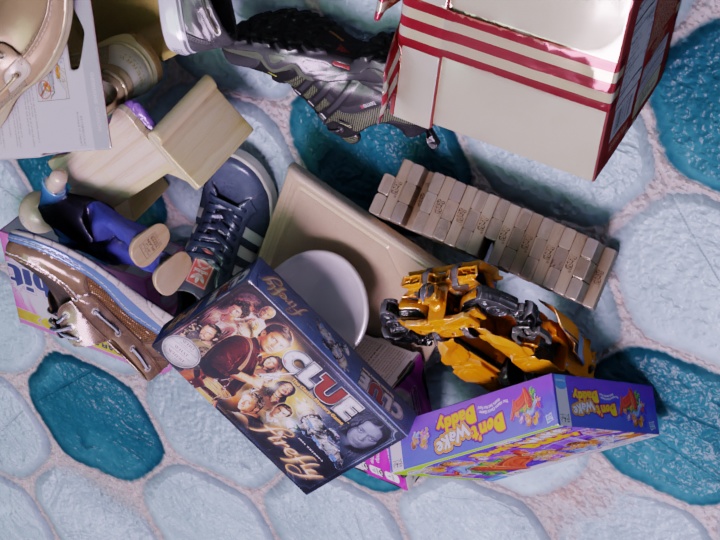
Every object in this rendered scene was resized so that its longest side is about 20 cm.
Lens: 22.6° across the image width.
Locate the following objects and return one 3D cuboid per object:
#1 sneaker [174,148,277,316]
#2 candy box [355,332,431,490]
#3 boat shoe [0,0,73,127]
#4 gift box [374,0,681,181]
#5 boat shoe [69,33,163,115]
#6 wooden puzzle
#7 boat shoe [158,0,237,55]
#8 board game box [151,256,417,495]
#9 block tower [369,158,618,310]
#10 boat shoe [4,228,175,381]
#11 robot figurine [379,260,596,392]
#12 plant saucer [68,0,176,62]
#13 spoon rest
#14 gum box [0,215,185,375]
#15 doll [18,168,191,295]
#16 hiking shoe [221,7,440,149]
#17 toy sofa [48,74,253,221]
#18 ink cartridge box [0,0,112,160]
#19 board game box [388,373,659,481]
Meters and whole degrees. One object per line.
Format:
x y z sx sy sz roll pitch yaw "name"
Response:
-0.132 -0.020 1.661 0.075 0.085 0.201 26 134 15 "sneaker"
-0.031 0.111 1.686 0.199 0.061 0.137 20 141 31 "candy box"
-0.304 -0.174 1.490 0.071 0.064 0.200 49 124 16 "boat shoe"
0.117 -0.179 1.292 0.186 0.185 0.201 22 127 16 "gift box"
-0.259 -0.151 1.590 0.200 0.063 0.073 -12 116 40 "boat shoe"
0.000 0.000 1.606 0.185 0.037 0.200 34 150 7 "wooden puzzle"
-0.131 -0.275 1.450 0.066 0.070 0.201 -1 100 16 "boat shoe"
-0.066 0.095 1.570 0.200 0.035 0.135 45 127 -15 "board game box"
0.110 -0.032 1.491 0.199 0.058 0.054 23 90 16 "block tower"
-0.243 0.035 1.625 0.200 0.073 0.072 35 171 -27 "boat shoe"
0.106 0.049 1.501 0.144 0.059 0.200 -9 150 34 "robot figurine"
-0.237 -0.264 1.565 0.199 0.048 0.200 -19 112 42 "plant saucer"
-0.076 0.045 1.599 0.199 0.061 0.100 -19 87 34 "spoon rest"
-0.253 0.016 1.775 0.199 0.066 0.114 17 131 30 "gum box"
-0.240 -0.039 1.620 0.199 0.049 0.137 19 153 43 "doll"
-0.028 -0.151 1.490 0.199 0.076 0.101 16 128 23 "hiking shoe"
-0.190 -0.109 1.604 0.098 0.083 0.200 48 149 -11 "toy sofa"
-0.276 -0.198 1.531 0.173 0.043 0.201 -1 100 34 "ink cartridge box"
0.139 0.139 1.569 0.200 0.134 0.045 -23 67 44 "board game box"
